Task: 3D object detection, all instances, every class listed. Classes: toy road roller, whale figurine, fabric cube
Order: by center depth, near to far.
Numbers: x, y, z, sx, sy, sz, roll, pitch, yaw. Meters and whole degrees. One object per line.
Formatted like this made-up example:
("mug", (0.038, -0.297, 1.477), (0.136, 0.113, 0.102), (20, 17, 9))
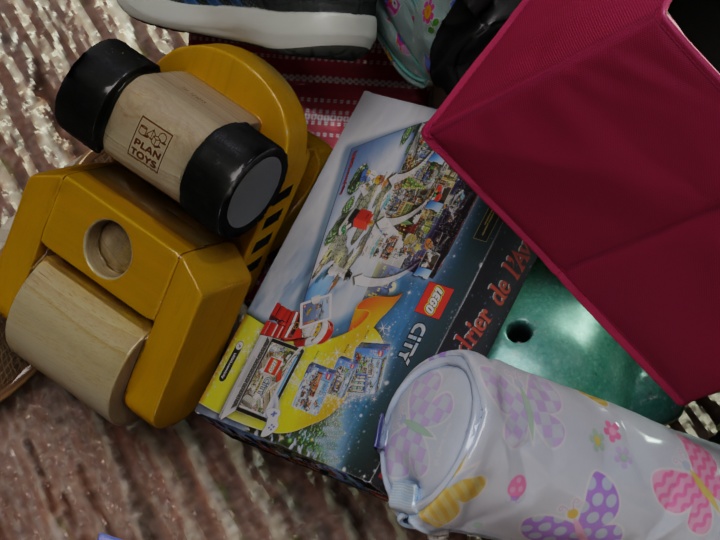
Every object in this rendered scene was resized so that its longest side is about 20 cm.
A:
("fabric cube", (0.190, -0.084, 1.180), (0.200, 0.199, 0.196), (44, 59, -13))
("whale figurine", (0.106, 0.028, 1.357), (0.159, 0.104, 0.200), (32, 69, 20))
("toy road roller", (-0.096, -0.026, 1.372), (0.123, 0.146, 0.201), (34, 113, 22))

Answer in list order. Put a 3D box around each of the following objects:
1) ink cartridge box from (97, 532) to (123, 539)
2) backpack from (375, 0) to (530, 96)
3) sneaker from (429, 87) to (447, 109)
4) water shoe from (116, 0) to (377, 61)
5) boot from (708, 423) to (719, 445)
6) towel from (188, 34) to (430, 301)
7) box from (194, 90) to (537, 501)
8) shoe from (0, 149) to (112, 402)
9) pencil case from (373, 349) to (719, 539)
("ink cartridge box", (-0.123, 0.238, 1.319), (0.119, 0.042, 0.201), (16, 66, 13))
("backpack", (0.062, -0.174, 1.355), (0.166, 0.127, 0.200), (-5, 48, -35))
("sneaker", (0.086, -0.120, 1.457), (0.080, 0.077, 0.200), (-11, 48, -34))
("water shoe", (-0.057, -0.163, 1.373), (0.200, 0.071, 0.079), (17, 101, 46))
("boot", (0.227, 0.038, 1.351), (0.154, 0.074, 0.204), (-41, 75, -14))
("towel", (-0.032, -0.079, 1.440), (0.144, 0.022, 0.201), (4, 82, 11))
("box", (0.013, 0.011, 1.323), (0.136, 0.038, 0.201), (18, 76, 43))
("shoe", (-0.189, 0.010, 1.434), (0.070, 0.053, 0.200), (44, 78, -10))
("pencil case", (0.106, 0.106, 1.254), (0.199, 0.083, 0.091), (20, 67, -30))
